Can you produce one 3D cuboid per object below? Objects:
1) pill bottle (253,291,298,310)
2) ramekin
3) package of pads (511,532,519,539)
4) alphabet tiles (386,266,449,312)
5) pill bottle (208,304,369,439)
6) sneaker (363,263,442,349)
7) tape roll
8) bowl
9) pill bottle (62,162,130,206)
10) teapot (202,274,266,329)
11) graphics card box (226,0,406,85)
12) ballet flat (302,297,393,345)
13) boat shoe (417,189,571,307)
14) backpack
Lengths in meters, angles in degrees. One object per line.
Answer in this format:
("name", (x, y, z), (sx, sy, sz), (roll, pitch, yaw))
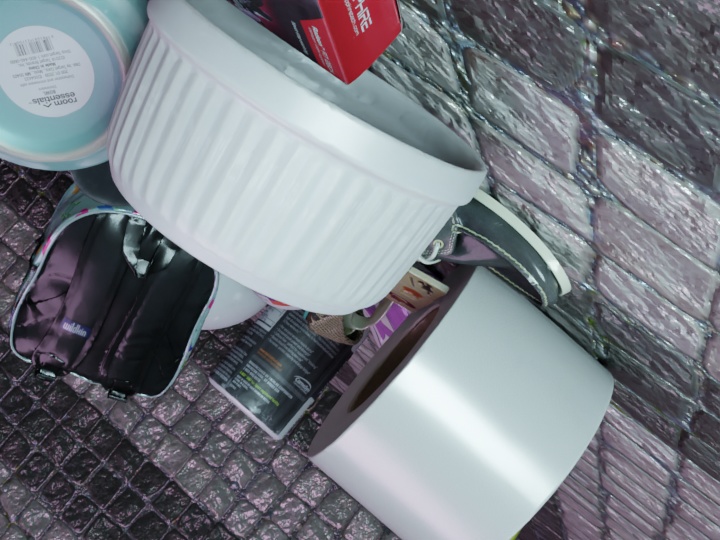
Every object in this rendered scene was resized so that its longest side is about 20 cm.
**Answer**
("pill bottle", (-0.087, -0.054, 1.108), (0.111, 0.112, 0.200), (35, 170, 32))
("ramekin", (-0.042, -0.064, 0.672), (0.199, 0.105, 0.200), (30, -166, -9))
("package of pads", (0.161, 0.297, 1.486), (0.068, 0.200, 0.155), (33, 170, 12))
("alphabet tiles", (-0.031, -0.026, 0.937), (0.199, 0.008, 0.167), (30, 165, -6))
("pill bottle", (-0.062, 0.075, 1.339), (0.106, 0.200, 0.106), (40, 172, 7))
("sneaker", (0.064, 0.057, 1.159), (0.114, 0.073, 0.201), (26, 163, 46))
("tape roll", (0.075, 0.109, 0.943), (0.139, 0.203, 0.203), (41, 171, -2))
("bowl", (-0.185, -0.141, 0.745), (0.201, 0.200, 0.105), (44, -154, -25))
("pill bottle", (-0.223, -0.139, 1.091), (0.112, 0.112, 0.200), (46, -172, -34))
("teapot", (-0.134, -0.028, 1.321), (0.145, 0.198, 0.200), (6, -141, -43))
("graphics card box", (-0.073, -0.187, 0.616), (0.200, 0.051, 0.126), (39, 171, 19))
("ballet flat", (0.000, 0.000, 1.062), (0.075, 0.068, 0.200), (27, 144, 8))
("boat shoe", (0.048, -0.030, 0.818), (0.200, 0.068, 0.072), (36, 168, 20))
("backpack", (-0.222, 0.002, 1.168), (0.177, 0.200, 0.151), (20, -143, -16))
